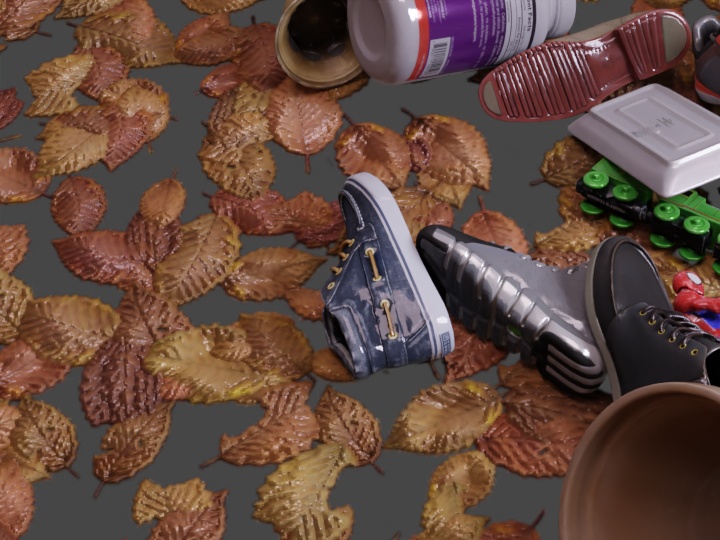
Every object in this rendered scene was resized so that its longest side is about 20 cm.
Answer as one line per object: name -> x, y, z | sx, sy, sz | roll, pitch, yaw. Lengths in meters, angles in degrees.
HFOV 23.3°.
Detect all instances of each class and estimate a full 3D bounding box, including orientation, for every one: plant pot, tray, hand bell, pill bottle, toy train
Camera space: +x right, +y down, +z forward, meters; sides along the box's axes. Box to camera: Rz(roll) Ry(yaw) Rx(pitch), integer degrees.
plant pot -> 0.242, 0.179, 1.206 | 0.092, 0.201, 0.201 | 7, 32, -43
tray -> 0.262, -0.120, 1.500 | 0.107, 0.022, 0.200 | -23, 26, -9
hand bell -> -0.060, -0.267, 1.705 | 0.104, 0.105, 0.200 | -19, 35, -9
pill bottle -> 0.095, -0.239, 1.604 | 0.199, 0.113, 0.113 | -13, 45, -26
toy train -> 0.273, -0.042, 1.468 | 0.199, 0.042, 0.056 | 27, 46, 29

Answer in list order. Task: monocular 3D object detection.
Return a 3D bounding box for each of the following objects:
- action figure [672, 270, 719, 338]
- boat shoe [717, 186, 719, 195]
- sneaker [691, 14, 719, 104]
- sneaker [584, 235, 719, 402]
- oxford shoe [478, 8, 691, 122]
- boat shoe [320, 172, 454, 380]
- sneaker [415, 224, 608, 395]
action figure -> 0.307, 0.066, 1.347 | 0.098, 0.065, 0.201 | -21, 49, -2
boat shoe -> 0.383, -0.122, 1.504 | 0.092, 0.075, 0.200 | 12, 38, 40
sneaker -> 0.334, -0.179, 1.503 | 0.077, 0.082, 0.200 | -27, 21, -10
sneaker -> 0.237, 0.048, 1.316 | 0.074, 0.106, 0.201 | 8, 59, -31
oxford shoe -> 0.203, -0.186, 1.604 | 0.199, 0.071, 0.075 | -17, 12, 2
boat shoe -> 0.000, 0.000, 1.444 | 0.090, 0.071, 0.201 | -16, 50, -12
sneaker -> 0.146, 0.011, 1.423 | 0.200, 0.075, 0.115 | 39, 58, 23
